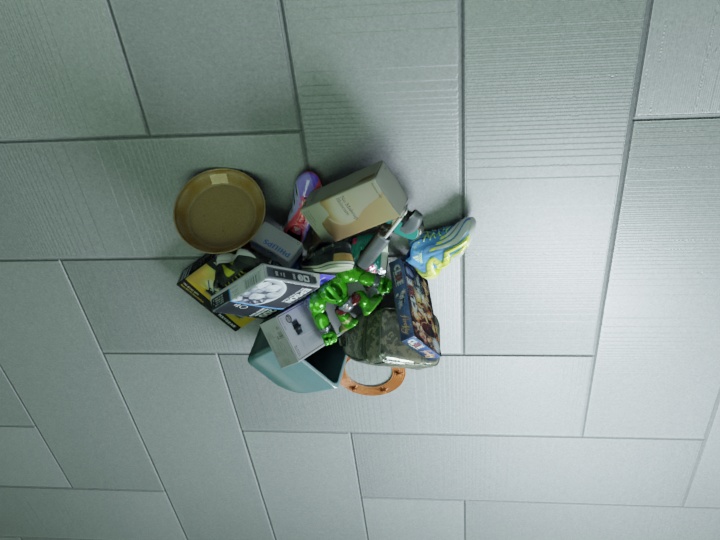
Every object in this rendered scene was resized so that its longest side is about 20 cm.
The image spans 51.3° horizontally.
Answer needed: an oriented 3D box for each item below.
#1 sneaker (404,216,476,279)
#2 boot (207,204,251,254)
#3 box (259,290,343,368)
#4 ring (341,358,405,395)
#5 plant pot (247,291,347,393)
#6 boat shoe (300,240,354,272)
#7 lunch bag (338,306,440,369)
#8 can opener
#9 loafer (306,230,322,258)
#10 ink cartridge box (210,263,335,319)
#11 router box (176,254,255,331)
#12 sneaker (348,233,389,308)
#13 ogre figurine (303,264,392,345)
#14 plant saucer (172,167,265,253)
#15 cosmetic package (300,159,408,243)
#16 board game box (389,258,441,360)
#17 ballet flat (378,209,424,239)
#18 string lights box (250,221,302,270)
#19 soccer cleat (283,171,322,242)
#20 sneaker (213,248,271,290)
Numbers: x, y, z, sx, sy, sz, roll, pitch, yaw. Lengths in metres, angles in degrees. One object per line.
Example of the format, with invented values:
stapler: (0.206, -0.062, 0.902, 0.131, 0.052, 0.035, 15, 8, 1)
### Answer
sneaker: (0.169, -0.060, 1.667, 0.104, 0.076, 0.200, 26, 129, -14)
boot: (-0.268, -0.071, 1.713, 0.075, 0.108, 0.200, 13, 163, 24)
box: (-0.126, 0.129, 1.719, 0.060, 0.200, 0.117, -25, 93, 38)
ring: (0.022, 0.272, 2.009, 0.198, 0.019, 0.202, 4, 132, 4)
plant pot: (-0.165, 0.185, 1.853, 0.199, 0.197, 0.196, -25, 124, 38)
boat shoe: (-0.070, -0.028, 1.579, 0.074, 0.063, 0.200, 0, 176, -25)
lunch bag: (0.069, 0.168, 1.804, 0.199, 0.141, 0.167, 9, 163, -34)
can opener: (0.063, -0.064, 1.585, 0.067, 0.054, 0.200, 32, 136, -5)
loafer: (-0.073, -0.076, 1.688, 0.075, 0.068, 0.201, 14, 131, -5)
ink cartridge box: (-0.184, 0.050, 1.604, 0.199, 0.044, 0.198, 9, 151, -43)
router box: (-0.321, 0.044, 1.832, 0.157, 0.052, 0.200, -32, 120, 29)
sneaker: (0.000, 0.000, 1.732, 0.120, 0.084, 0.201, 4, 124, -2)
ogre figurine: (-0.035, 0.062, 1.668, 0.199, 0.098, 0.120, -36, 108, 25)
plant saucer: (-0.301, -0.123, 1.614, 0.198, 0.202, 0.035, 4, 159, 3)
cosmetic package: (-0.014, -0.137, 1.543, 0.199, 0.071, 0.105, -21, 119, 35)
board game box: (0.124, 0.088, 1.694, 0.034, 0.201, 0.135, -23, 146, 24)
ballet flat: (0.045, -0.126, 1.624, 0.199, 0.069, 0.068, 25, 131, 2)
string lights box: (-0.185, -0.011, 1.678, 0.102, 0.059, 0.200, 30, 152, 12)
soccer cleat: (-0.130, -0.125, 1.648, 0.066, 0.077, 0.201, 16, 131, -8)
sneaker: (-0.255, 0.007, 1.611, 0.074, 0.085, 0.199, 21, 164, -30)
